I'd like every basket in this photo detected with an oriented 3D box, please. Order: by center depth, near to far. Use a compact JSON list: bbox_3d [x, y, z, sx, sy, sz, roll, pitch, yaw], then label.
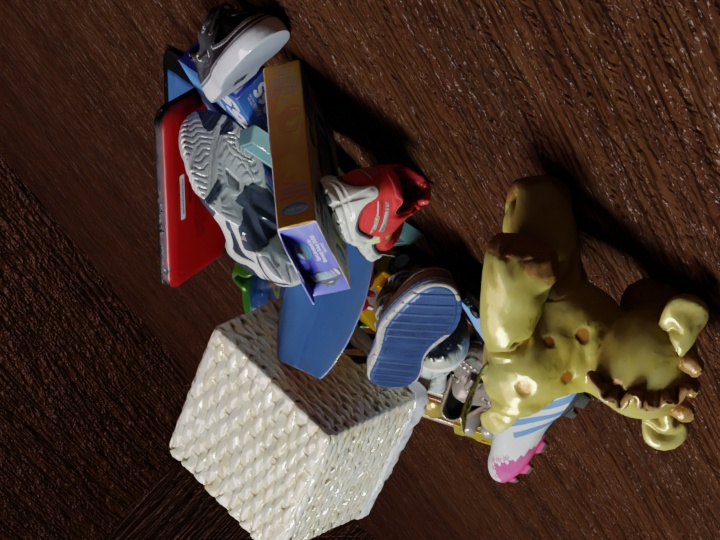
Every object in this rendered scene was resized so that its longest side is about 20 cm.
[{"bbox_3d":[-0.070,0.159,1.793,0.198,0.160,0.201,42,127,23],"label":"basket"}]

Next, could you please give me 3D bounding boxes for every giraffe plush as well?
[{"bbox_3d":[0.174,0.045,1.229,0.161,0.201,0.173,9,153,15],"label":"giraffe plush"}]

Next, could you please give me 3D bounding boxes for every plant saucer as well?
[{"bbox_3d":[-0.031,-0.079,1.644,0.199,0.019,0.070,32,172,-14],"label":"plant saucer"}]

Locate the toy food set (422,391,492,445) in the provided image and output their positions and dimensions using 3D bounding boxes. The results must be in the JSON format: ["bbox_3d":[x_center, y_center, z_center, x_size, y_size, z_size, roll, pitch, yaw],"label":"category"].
[{"bbox_3d":[0.095,0.182,1.995,0.198,0.061,0.144,18,163,10],"label":"toy food set"}]

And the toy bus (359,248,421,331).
[{"bbox_3d":[0.000,0.000,1.765,0.200,0.078,0.065,36,166,46],"label":"toy bus"}]

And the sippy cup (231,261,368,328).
[{"bbox_3d":[-0.049,0.024,1.924,0.130,0.177,0.141,-6,101,60],"label":"sippy cup"}]

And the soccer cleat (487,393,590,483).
[{"bbox_3d":[0.153,0.128,1.602,0.086,0.070,0.200,29,138,-1],"label":"soccer cleat"}]

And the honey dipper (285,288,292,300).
[{"bbox_3d":[-0.094,-0.013,1.794,0.200,0.038,0.038,51,173,30],"label":"honey dipper"}]

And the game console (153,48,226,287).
[{"bbox_3d":[-0.204,-0.111,1.788,0.118,0.172,0.202,13,119,25],"label":"game console"}]

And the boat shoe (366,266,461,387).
[{"bbox_3d":[0.044,0.040,1.625,0.072,0.073,0.200,7,150,-15],"label":"boat shoe"}]

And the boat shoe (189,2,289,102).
[{"bbox_3d":[-0.117,-0.206,1.513,0.067,0.070,0.200,57,168,-3],"label":"boat shoe"}]

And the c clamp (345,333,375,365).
[{"bbox_3d":[-0.011,0.095,1.937,0.198,0.027,0.171,4,159,-25],"label":"c clamp"}]

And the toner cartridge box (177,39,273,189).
[{"bbox_3d":[-0.107,-0.148,1.711,0.095,0.043,0.200,37,166,35],"label":"toner cartridge box"}]

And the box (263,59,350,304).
[{"bbox_3d":[-0.046,-0.073,1.504,0.119,0.041,0.201,63,-164,-57],"label":"box"}]

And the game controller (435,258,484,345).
[{"bbox_3d":[0.135,0.067,1.643,0.104,0.042,0.200,32,162,44],"label":"game controller"}]

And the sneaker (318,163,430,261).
[{"bbox_3d":[0.025,-0.058,1.513,0.200,0.084,0.078,0,-111,-80],"label":"sneaker"}]

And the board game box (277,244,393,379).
[{"bbox_3d":[-0.021,0.027,1.668,0.039,0.159,0.200,19,178,-23],"label":"board game box"}]

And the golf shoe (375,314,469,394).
[{"bbox_3d":[0.079,0.088,1.782,0.098,0.078,0.200,64,172,-15],"label":"golf shoe"}]

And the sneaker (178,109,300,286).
[{"bbox_3d":[-0.124,-0.066,1.716,0.199,0.079,0.130,48,164,-4],"label":"sneaker"}]

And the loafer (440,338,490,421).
[{"bbox_3d":[0.125,0.128,1.829,0.072,0.063,0.200,42,168,7],"label":"loafer"}]
